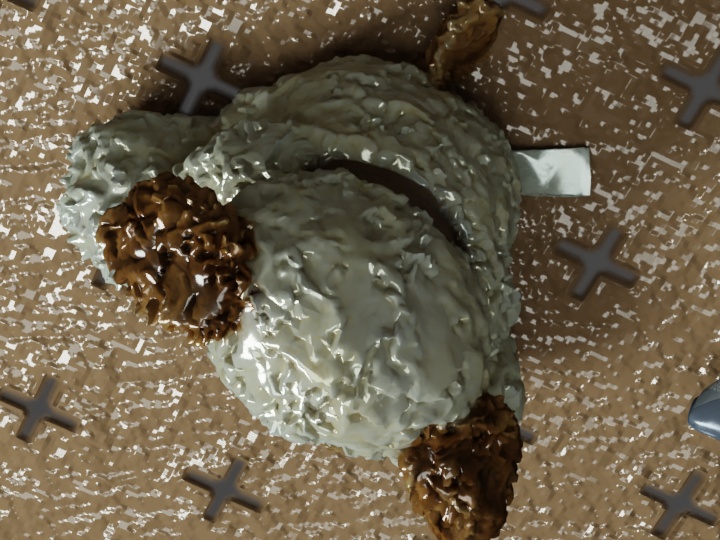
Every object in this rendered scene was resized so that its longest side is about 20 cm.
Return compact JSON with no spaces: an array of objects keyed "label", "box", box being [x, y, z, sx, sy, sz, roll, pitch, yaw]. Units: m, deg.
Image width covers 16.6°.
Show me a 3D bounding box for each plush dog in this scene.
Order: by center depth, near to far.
[{"label":"plush dog","box":[0.000,0.000,0.849,0.199,0.172,0.161,33,118,-14]}]

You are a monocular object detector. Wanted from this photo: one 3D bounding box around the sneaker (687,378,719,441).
[{"label":"sneaker","box":[0.187,0.110,0.968,0.080,0.074,0.201,-12,112,20]}]
